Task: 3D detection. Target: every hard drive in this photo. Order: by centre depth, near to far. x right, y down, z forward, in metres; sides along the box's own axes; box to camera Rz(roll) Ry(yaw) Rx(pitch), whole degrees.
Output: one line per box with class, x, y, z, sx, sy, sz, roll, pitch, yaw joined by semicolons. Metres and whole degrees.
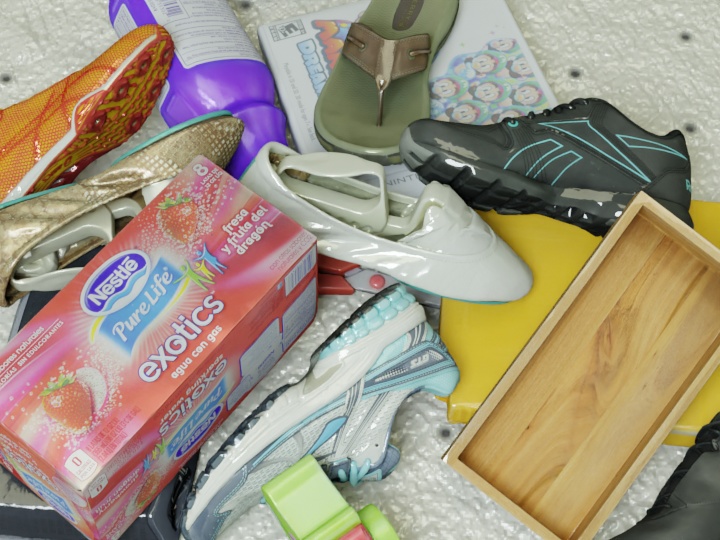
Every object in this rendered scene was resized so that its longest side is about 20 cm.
hard drive;-0.163;0.072;0.936;0.133;0.042;0.202;5;60;1

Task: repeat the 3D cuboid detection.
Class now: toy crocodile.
toy crocodile;0.010;0.197;0.841;0.067;0.062;0.201;-27;84;-17

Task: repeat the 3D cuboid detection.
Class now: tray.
tray;0.147;0.063;0.901;0.098;0.037;0.201;37;86;4

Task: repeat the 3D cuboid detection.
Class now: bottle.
bottle;-0.103;-0.128;1.034;0.083;0.065;0.201;-9;58;-39

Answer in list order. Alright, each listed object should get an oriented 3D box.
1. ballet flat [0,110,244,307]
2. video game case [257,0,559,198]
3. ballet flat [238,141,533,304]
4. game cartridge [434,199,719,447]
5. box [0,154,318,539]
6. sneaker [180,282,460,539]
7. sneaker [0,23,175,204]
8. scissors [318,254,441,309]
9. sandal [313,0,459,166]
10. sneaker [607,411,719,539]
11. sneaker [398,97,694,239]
ballet flat;-0.154;-0.033;0.941;0.199;0.071;0.066;-26;71;-7
video game case;0.037;-0.122;1.044;0.180;0.024;0.201;-15;51;-7
ballet flat;0.019;-0.032;0.929;0.198;0.070;0.070;16;60;-3
game cartridge;0.150;0.026;0.974;0.198;0.033;0.178;5;59;2
box;-0.120;0.047;0.869;0.094;0.103;0.200;35;66;17
sneaker;-0.022;0.103;0.895;0.200;0.078;0.086;-44;90;-5
sneaker;-0.205;-0.095;0.983;0.200;0.073;0.077;-44;72;1
scissors;0.000;0.000;0.998;0.198;0.014;0.074;1;60;-1
sandal;0.017;-0.150;1.016;0.079;0.058;0.202;8;53;11
sneaker;0.210;0.133;0.882;0.198;0.076;0.092;-18;83;-21
sneaker;0.121;-0.072;0.956;0.198;0.075;0.080;14;80;-13
